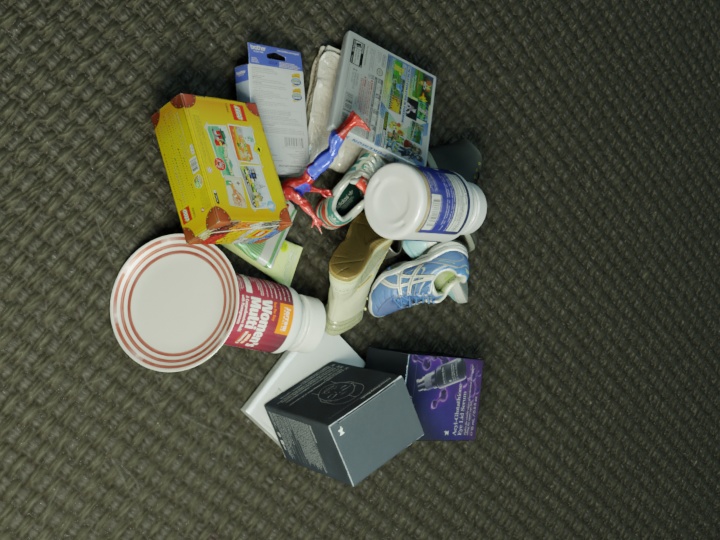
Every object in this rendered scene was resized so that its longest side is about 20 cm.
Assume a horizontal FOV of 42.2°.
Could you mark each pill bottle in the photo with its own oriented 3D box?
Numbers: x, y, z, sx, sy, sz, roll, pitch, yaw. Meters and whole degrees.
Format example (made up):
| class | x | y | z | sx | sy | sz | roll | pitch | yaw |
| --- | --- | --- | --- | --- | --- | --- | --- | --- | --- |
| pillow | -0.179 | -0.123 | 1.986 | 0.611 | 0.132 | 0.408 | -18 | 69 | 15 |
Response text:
| class | x | y | z | sx | sy | sz | roll | pitch | yaw |
| --- | --- | --- | --- | --- | --- | --- | --- | --- | --- |
| pill bottle | 0.112 | -0.106 | 1.499 | 0.200 | 0.119 | 0.120 | 1 | 91 | -50 |
| pill bottle | -0.159 | 0.068 | 1.434 | 0.200 | 0.109 | 0.110 | 14 | 84 | -34 |

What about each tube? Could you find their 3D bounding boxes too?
| class | x | y | z | sx | sy | sz | roll | pitch | yaw |
| --- | --- | --- | --- | --- | --- | --- | --- | --- | --- |
| tube | -0.173 | -0.047 | 1.460 | 0.200 | 0.052 | 0.058 | 33 | 107 | -35 |

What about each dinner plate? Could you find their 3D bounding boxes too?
| class | x | y | z | sx | sy | sz | roll | pitch | yaw |
| --- | --- | --- | --- | --- | --- | --- | --- | --- | --- |
| dinner plate | -0.265 | 0.046 | 1.340 | 0.024 | 0.199 | 0.201 | 39 | 63 | -74 |

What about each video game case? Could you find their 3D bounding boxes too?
| class | x | y | z | sx | sy | sz | roll | pitch | yaw |
| --- | --- | --- | --- | --- | --- | --- | --- | --- | --- |
| video game case | 0.039 | -0.277 | 1.538 | 0.182 | 0.022 | 0.201 | 22 | 58 | -24 |

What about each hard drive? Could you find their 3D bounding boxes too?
| class | x | y | z | sx | sy | sz | roll | pitch | yaw |
| --- | --- | --- | --- | --- | --- | --- | --- | --- | --- |
| hard drive | -0.090 | 0.190 | 1.536 | 0.132 | 0.026 | 0.200 | 48 | 66 | -26 |

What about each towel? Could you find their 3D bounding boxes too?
| class | x | y | z | sx | sy | sz | roll | pitch | yaw |
| --- | --- | --- | --- | --- | --- | --- | --- | --- | --- |
| towel | -0.185 | -0.111 | 1.426 | 0.200 | 0.023 | 0.153 | 46 | 40 | -26 |
| towel | -0.031 | -0.264 | 1.558 | 0.132 | 0.034 | 0.201 | 12 | 85 | -34 |

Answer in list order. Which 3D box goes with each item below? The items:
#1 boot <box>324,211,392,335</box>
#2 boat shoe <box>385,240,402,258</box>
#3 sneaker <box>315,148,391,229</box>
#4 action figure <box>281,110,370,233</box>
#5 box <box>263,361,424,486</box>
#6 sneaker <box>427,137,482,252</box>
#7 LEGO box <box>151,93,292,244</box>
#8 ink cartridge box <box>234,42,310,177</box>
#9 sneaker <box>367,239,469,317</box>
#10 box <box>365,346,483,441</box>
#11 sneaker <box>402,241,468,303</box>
| class | x | y | z | sx | sy | sz | roll | pitch | yaw |
| --- | --- | --- | --- | --- | --- | --- | --- | --- | --- |
| boot | 0.000 | 0.000 | 1.535 | 0.200 | 0.072 | 0.155 | -53 | 161 | -43 |
| boat shoe | 0.048 | -0.120 | 1.602 | 0.067 | 0.057 | 0.201 | -4 | 94 | -34 |
| sneaker | 0.011 | -0.146 | 1.517 | 0.070 | 0.093 | 0.200 | 44 | 80 | -14 |
| action figure | -0.050 | -0.142 | 1.447 | 0.200 | 0.065 | 0.099 | -42 | 106 | 7 |
| box | -0.028 | 0.231 | 1.444 | 0.148 | 0.200 | 0.107 | -30 | 108 | -29 |
| sneaker | 0.186 | -0.138 | 1.647 | 0.106 | 0.075 | 0.201 | -22 | 84 | -16 |
| LEGO box | -0.199 | -0.145 | 1.345 | 0.149 | 0.077 | 0.201 | -2 | 71 | -50 |
| ink cartridge box | -0.138 | -0.248 | 1.464 | 0.119 | 0.042 | 0.201 | -4 | 92 | -47 |
| sneaker | 0.096 | 0.024 | 1.576 | 0.200 | 0.077 | 0.076 | -34 | 131 | 19 |
| box | 0.106 | 0.215 | 1.611 | 0.200 | 0.104 | 0.149 | 8 | 88 | -43 |
| sneaker | 0.133 | -0.008 | 1.669 | 0.200 | 0.082 | 0.074 | 57 | 31 | -42 |
